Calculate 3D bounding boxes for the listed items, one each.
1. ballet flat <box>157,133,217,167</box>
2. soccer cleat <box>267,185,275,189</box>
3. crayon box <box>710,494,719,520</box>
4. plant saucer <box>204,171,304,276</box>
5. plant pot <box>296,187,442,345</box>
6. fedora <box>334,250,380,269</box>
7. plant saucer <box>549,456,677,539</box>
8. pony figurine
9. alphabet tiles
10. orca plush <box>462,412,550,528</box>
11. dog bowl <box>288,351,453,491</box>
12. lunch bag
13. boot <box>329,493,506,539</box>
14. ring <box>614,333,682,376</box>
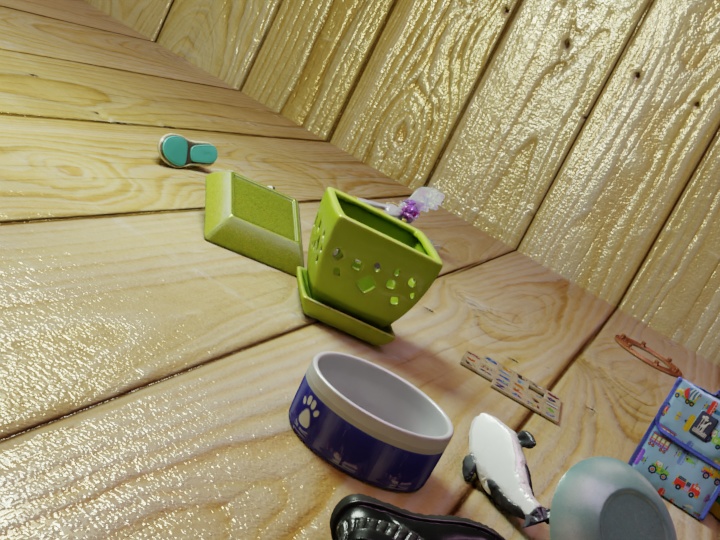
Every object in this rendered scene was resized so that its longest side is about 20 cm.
[{"bbox_3d":[-0.377,-0.247,2.362,0.069,0.070,0.200,34,12,25],"label":"ballet flat"},{"bbox_3d":[-0.200,-0.111,2.201,0.072,0.069,0.200,-3,26,-3],"label":"soccer cleat"},{"bbox_3d":[0.680,0.352,1.877,0.058,0.201,0.173,17,16,-37],"label":"crayon box"},{"bbox_3d":[-0.182,-0.098,2.047,0.199,0.048,0.201,23,33,-23],"label":"plant saucer"},{"bbox_3d":[0.000,0.000,1.882,0.199,0.183,0.199,24,13,-14],"label":"plant pot"},{"bbox_3d":[0.013,-0.063,2.359,0.199,0.091,0.177,13,20,-49],"label":"fedora"},{"bbox_3d":[0.311,0.314,1.330,0.199,0.039,0.203,13,62,-27],"label":"plant saucer"},{"bbox_3d":[0.100,-0.134,2.747,0.199,0.168,0.192,-5,24,-40],"label":"pony figurine"},{"bbox_3d":[0.273,0.204,2.049,0.199,0.008,0.167,29,13,7],"label":"alphabet tiles"},{"bbox_3d":[0.207,0.275,1.496,0.200,0.105,0.071,38,-15,49],"label":"orca plush"},{"bbox_3d":[0.013,0.186,1.412,0.199,0.079,0.200,26,12,-6],"label":"dog bowl"},{"bbox_3d":[0.558,0.285,1.885,0.150,0.201,0.094,31,13,19],"label":"lunch bag"},{"bbox_3d":[0.065,0.294,1.088,0.209,0.080,0.158,15,8,-8],"label":"boot"},{"bbox_3d":[0.762,0.220,2.981,0.199,0.019,0.201,26,14,-7],"label":"ring"}]
